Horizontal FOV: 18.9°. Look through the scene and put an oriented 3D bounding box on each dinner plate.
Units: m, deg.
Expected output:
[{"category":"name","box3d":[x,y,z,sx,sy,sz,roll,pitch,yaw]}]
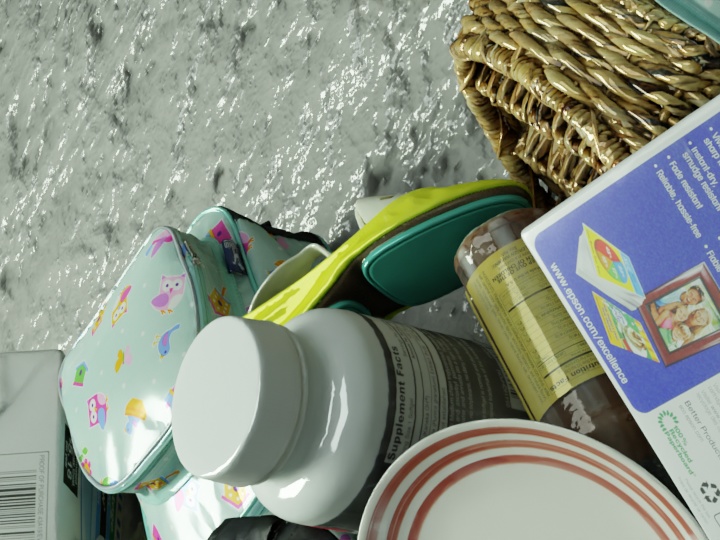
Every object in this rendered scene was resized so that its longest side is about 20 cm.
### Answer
[{"category":"dinner plate","box3d":[0.090,0.160,1.039,0.199,0.024,0.201,10,114,24]}]

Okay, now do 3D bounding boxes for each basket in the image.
[{"category":"basket","box3d":[0.120,-0.066,1.060,0.200,0.142,0.149,43,112,52]}]

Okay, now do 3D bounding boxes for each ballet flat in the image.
[{"category":"ballet flat","box3d":[0.000,0.000,1.162,0.200,0.067,0.067,-38,48,12]}]

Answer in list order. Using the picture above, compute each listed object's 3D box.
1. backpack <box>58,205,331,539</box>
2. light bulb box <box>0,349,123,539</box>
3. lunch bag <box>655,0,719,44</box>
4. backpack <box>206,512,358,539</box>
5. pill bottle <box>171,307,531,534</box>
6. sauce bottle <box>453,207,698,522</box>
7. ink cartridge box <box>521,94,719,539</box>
[{"category":"backpack","box3d":[-0.078,0.080,1.279,0.176,0.153,0.200,-51,50,27]},{"category":"light bulb box","box3d":[-0.230,0.177,1.390,0.200,0.124,0.199,74,-167,-68]},{"category":"lunch bag","box3d":[0.147,-0.185,0.978,0.200,0.170,0.122,34,110,13]},{"category":"backpack","box3d":[-0.033,0.226,1.172,0.166,0.126,0.201,12,92,31]},{"category":"pill bottle","box3d":[0.008,0.081,1.112,0.111,0.199,0.111,-25,59,49]},{"category":"sauce bottle","box3d":[0.113,0.062,1.082,0.065,0.065,0.200,-47,55,34]},{"category":"ink cartridge box","box3d":[0.189,0.020,0.907,0.200,0.047,0.198,-35,84,43]}]
